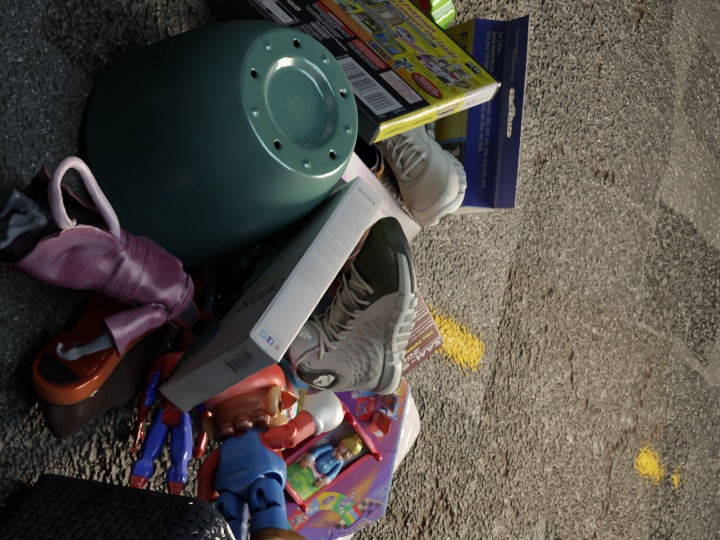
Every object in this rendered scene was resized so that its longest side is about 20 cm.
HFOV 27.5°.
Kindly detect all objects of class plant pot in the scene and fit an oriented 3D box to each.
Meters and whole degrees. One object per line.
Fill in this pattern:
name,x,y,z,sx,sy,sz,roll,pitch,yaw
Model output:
plant pot,-0.099,-0.117,1.227,0.200,0.161,0.201,16,66,-41

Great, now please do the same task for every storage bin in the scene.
storage bin,-0.186,0.245,1.136,0.094,0.200,0.135,-49,130,-40

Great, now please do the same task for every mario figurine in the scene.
mario figurine,-0.078,0.165,1.229,0.106,0.123,0.200,100,-10,-49

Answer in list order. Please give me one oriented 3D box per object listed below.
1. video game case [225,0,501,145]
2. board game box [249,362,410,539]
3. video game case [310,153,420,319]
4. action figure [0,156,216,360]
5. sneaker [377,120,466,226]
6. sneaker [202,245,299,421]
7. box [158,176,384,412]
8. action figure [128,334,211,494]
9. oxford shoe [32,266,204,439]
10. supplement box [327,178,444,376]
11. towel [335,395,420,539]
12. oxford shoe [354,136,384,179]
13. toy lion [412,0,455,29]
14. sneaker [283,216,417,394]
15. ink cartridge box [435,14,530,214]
video game case,0.005,-0.207,1.350,0.181,0.200,0.026,-25,152,-44
board game box,-0.032,0.173,1.396,0.158,0.039,0.200,7,103,-20
video game case,-0.038,-0.043,1.430,0.143,0.019,0.200,-47,135,-2
action figure,-0.188,-0.011,1.152,0.200,0.149,0.134,31,42,-26
sneaker,0.049,-0.124,1.510,0.081,0.075,0.200,35,24,-40
sneaker,-0.113,0.074,1.327,0.096,0.079,0.200,-1,83,-71
box,-0.073,0.018,1.214,0.036,0.144,0.200,46,48,-13
action figure,-0.165,0.138,1.272,0.052,0.065,0.200,94,4,-54
oxford shoe,-0.202,0.063,1.235,0.200,0.071,0.073,-43,148,-43
supplement box,0.000,0.000,1.398,0.061,0.109,0.200,-39,134,-10
towel,-0.015,0.160,1.521,0.200,0.032,0.191,-52,131,-40
oxford shoe,-0.007,-0.085,1.480,0.200,0.073,0.071,57,47,-40
toy lion,0.024,-0.325,1.452,0.069,0.192,0.200,-37,85,-15
sneaker,-0.017,0.043,1.297,0.115,0.075,0.200,-8,132,-14
ink cartridge box,0.110,-0.160,1.550,0.047,0.200,0.198,5,88,-18
